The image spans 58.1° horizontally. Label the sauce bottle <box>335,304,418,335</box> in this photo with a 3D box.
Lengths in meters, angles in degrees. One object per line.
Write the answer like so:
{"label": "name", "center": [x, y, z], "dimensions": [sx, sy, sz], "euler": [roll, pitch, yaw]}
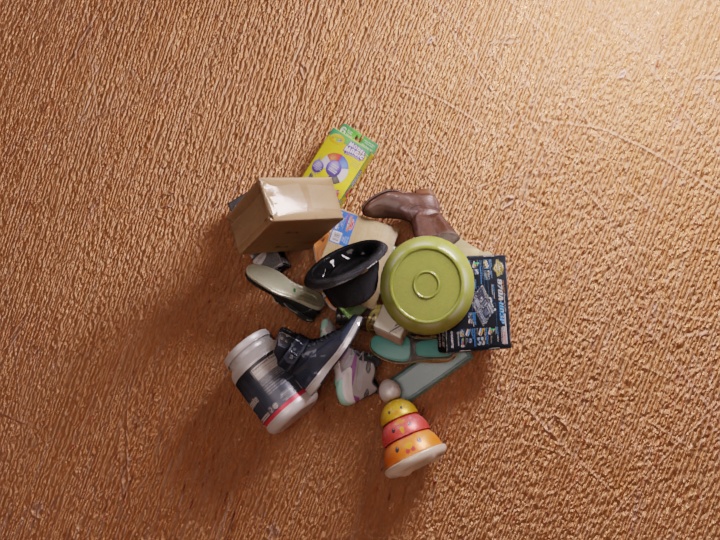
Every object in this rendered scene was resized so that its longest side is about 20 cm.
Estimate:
{"label": "sauce bottle", "center": [0.041, 0.111, 1.472], "dimensions": [0.195, 0.065, 0.066], "euler": [2, 84, 11]}

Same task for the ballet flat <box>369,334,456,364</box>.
{"label": "ballet flat", "center": [0.119, 0.176, 1.436], "dimensions": [0.195, 0.071, 0.072], "euler": [0, 83, 15]}

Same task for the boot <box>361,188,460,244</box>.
{"label": "boot", "center": [0.106, -0.101, 1.418], "dimensions": [0.182, 0.065, 0.202], "euler": [-13, 42, -3]}

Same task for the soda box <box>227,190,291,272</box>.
{"label": "soda box", "center": [-0.243, -0.084, 1.552], "dimensions": [0.070, 0.063, 0.203], "euler": [-27, 78, 7]}

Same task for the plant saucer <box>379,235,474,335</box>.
{"label": "plant saucer", "center": [0.135, 0.030, 1.326], "dimensions": [0.195, 0.031, 0.205], "euler": [-1, 87, 9]}

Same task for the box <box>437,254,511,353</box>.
{"label": "box", "center": [0.238, 0.069, 1.379], "dimensions": [0.155, 0.046, 0.205], "euler": [-2, 86, -19]}

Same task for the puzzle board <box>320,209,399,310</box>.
{"label": "puzzle board", "center": [-0.010, -0.027, 1.459], "dimensions": [0.148, 0.017, 0.204], "euler": [18, 70, 2]}

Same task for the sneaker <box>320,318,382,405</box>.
{"label": "sneaker", "center": [-0.006, 0.191, 1.467], "dimensions": [0.137, 0.078, 0.204], "euler": [-18, 95, 5]}

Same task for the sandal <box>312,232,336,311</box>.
{"label": "sandal", "center": [-0.074, -0.003, 1.511], "dimensions": [0.078, 0.059, 0.211], "euler": [-21, 80, 8]}

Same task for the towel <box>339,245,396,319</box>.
{"label": "towel", "center": [0.000, 0.000, 1.475], "dimensions": [0.149, 0.031, 0.200], "euler": [43, 73, 9]}

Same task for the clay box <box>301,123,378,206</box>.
{"label": "clay box", "center": [-0.055, -0.246, 1.542], "dimensions": [0.114, 0.048, 0.202], "euler": [32, 91, 13]}

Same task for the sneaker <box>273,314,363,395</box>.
{"label": "sneaker", "center": [-0.098, 0.146, 1.395], "dimensions": [0.146, 0.077, 0.203], "euler": [39, 93, 4]}

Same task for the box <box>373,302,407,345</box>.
{"label": "box", "center": [0.099, 0.052, 1.405], "dimensions": [0.067, 0.082, 0.203], "euler": [22, 77, 12]}

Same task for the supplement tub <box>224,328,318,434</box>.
{"label": "supplement tub", "center": [-0.202, 0.250, 1.465], "dimensions": [0.140, 0.140, 0.201], "euler": [-40, 78, 4]}

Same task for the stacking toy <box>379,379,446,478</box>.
{"label": "stacking toy", "center": [0.086, 0.334, 1.411], "dimensions": [0.144, 0.146, 0.203], "euler": [-28, 68, 7]}

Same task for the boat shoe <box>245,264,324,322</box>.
{"label": "boat shoe", "center": [-0.182, 0.055, 1.493], "dimensions": [0.197, 0.072, 0.068], "euler": [29, 126, -13]}

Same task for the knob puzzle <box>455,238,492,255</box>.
{"label": "knob puzzle", "center": [0.239, 0.046, 1.456], "dimensions": [0.214, 0.030, 0.225], "euler": [-1, 79, 6]}

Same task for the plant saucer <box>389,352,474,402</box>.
{"label": "plant saucer", "center": [0.156, 0.223, 1.460], "dimensions": [0.198, 0.019, 0.071], "euler": [-36, 78, 6]}

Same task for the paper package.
{"label": "paper package", "center": [-0.168, -0.121, 1.438], "dimensions": [0.190, 0.197, 0.105], "euler": [-34, 69, 48]}

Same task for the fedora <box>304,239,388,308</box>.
{"label": "fedora", "center": [-0.020, 0.016, 1.375], "dimensions": [0.197, 0.201, 0.093], "euler": [-17, 111, 9]}
